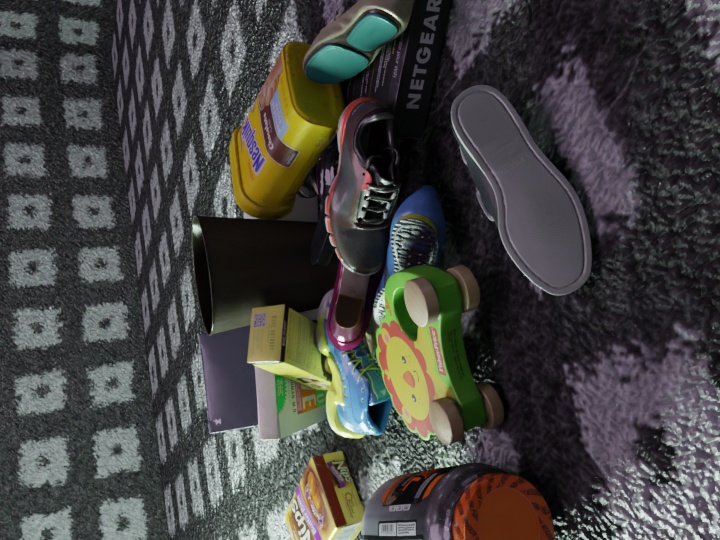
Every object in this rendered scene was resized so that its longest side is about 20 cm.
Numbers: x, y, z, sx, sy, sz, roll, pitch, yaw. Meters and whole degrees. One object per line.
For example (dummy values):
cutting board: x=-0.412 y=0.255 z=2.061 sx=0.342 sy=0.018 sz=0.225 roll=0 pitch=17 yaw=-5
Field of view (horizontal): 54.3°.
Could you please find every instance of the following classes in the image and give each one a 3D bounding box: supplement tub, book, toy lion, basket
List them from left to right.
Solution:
basket: x=-0.119 y=-0.004 z=0.964 sx=0.136 sy=0.199 sz=0.181 roll=104 pitch=152 yaw=-42
book: x=-0.098 y=0.160 z=1.017 sx=0.200 sy=0.048 sz=0.134 roll=8 pitch=-103 yaw=-73
toy lion: x=0.066 y=0.092 z=0.765 sx=0.192 sy=0.068 sz=0.201 roll=11 pitch=115 yaw=66
supplement tub: x=0.091 y=0.257 z=0.693 sx=0.200 sy=0.122 sz=0.123 roll=-38 pitch=59 yaw=59

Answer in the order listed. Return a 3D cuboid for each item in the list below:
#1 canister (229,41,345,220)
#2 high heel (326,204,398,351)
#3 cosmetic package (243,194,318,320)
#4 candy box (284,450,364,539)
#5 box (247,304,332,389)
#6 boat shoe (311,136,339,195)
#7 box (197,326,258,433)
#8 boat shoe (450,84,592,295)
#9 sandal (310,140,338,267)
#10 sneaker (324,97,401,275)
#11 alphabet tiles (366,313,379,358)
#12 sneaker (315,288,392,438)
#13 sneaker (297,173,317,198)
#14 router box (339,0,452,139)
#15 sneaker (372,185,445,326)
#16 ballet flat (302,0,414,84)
canister: x=-0.102 y=-0.184 z=0.942 sx=0.200 sy=0.086 sz=0.149 roll=-47 pitch=46 yaw=47
high heel: x=0.000 y=0.000 z=0.879 sx=0.096 sy=0.067 sz=0.201 roll=100 pitch=-169 yaw=-65
cosmetic package: x=-0.124 y=-0.018 z=1.125 sx=0.085 sy=0.107 sz=0.201 roll=175 pitch=94 yaw=-65
candy box: x=-0.060 y=0.387 z=1.097 sx=0.200 sy=0.056 sz=0.117 roll=111 pitch=145 yaw=-42
box: x=-0.078 y=0.108 z=0.942 sx=0.050 sy=0.200 sz=0.076 roll=-6 pitch=70 yaw=23
boat shoe: x=-0.030 y=-0.148 z=0.953 sx=0.068 sy=0.071 sz=0.201 roll=109 pitch=149 yaw=-45
box: x=-0.157 y=0.169 z=1.105 sx=0.200 sy=0.107 sz=0.149 roll=31 pitch=-131 yaw=-73
boat shoe: x=0.143 y=-0.070 z=0.623 sx=0.060 sy=0.075 sz=0.201 roll=35 pitch=-146 yaw=-75
sandal: x=-0.036 y=-0.097 z=0.859 sx=0.075 sy=0.048 sz=0.201 roll=-114 pitch=40 yaw=-61
sneaker: x=0.008 y=-0.087 z=0.775 sx=0.082 sy=0.077 sz=0.201 roll=-147 pitch=53 yaw=-65
alphabet tiles: x=0.003 y=0.019 z=0.971 sx=0.200 sy=0.015 sz=0.196 roll=51 pitch=137 yaw=50
sneaker: x=0.003 y=0.122 z=0.915 sx=0.105 sy=0.076 sz=0.201 roll=1 pitch=101 yaw=48
sneaker: x=-0.094 y=-0.196 z=1.078 sx=0.087 sy=0.073 sz=0.201 roll=-45 pitch=57 yaw=49
router box: x=0.038 y=-0.274 z=0.823 sx=0.149 sy=0.051 sz=0.201 roll=48 pitch=135 yaw=50
sneaker: x=0.061 y=-0.008 z=0.814 sx=0.079 sy=0.066 sz=0.201 roll=-69 pitch=-8 yaw=-45
ballet flat: x=-0.003 y=-0.269 z=0.788 sx=0.200 sy=0.069 sz=0.070 roll=-8 pitch=86 yaw=60
